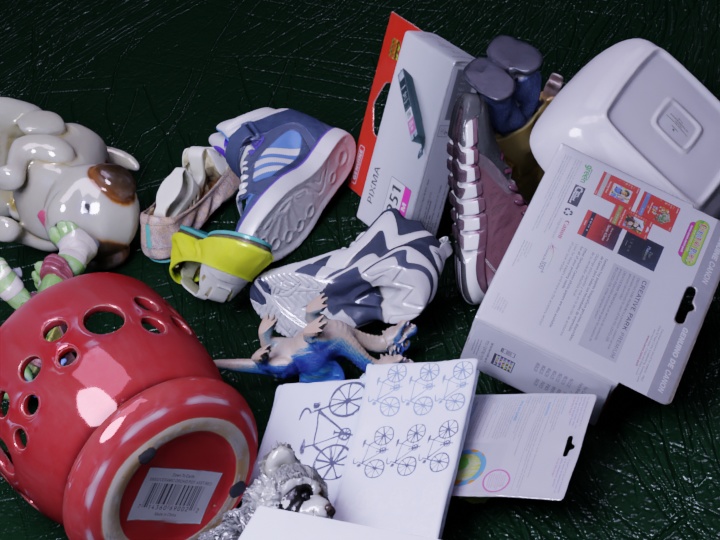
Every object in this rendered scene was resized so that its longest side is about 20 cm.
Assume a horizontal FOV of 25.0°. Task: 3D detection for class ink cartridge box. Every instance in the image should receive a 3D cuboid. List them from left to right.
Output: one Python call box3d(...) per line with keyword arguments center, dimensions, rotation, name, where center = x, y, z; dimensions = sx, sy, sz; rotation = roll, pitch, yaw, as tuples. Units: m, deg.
box3d(center=(0.037, -0.143, 1.626), dimensions=(0.043, 0.202, 0.173), rotation=(0, 25, -35), name="ink cartridge box")
box3d(center=(0.206, 0.020, 1.391), dimensions=(0.174, 0.084, 0.201), rotation=(26, 60, 7), name="ink cartridge box")

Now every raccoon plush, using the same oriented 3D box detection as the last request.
box3d(center=(-0.112, 0.205, 1.255), dimensions=(0.198, 0.097, 0.135), rotation=(-1, 54, 16), name="raccoon plush")

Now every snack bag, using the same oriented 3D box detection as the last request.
box3d(center=(-0.008, 0.154, 1.332), dimensions=(0.198, 0.021, 0.190), rotation=(-5, 47, 26), name="snack bag")

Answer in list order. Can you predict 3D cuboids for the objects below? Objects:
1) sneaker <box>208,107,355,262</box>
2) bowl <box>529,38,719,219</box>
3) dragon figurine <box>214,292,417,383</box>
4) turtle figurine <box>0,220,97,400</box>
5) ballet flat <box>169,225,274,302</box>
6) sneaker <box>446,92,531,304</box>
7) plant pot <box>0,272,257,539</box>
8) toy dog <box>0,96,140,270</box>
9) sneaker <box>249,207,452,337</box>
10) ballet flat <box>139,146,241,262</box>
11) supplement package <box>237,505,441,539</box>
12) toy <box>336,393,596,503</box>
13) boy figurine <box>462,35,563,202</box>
box3d(center=(-0.111, -0.094, 1.686), dimensions=(0.146, 0.081, 0.200), rotation=(18, 50, 28), name="sneaker")
box3d(center=(0.279, -0.118, 1.524), dimensions=(0.200, 0.075, 0.200), rotation=(45, 53, -2), name="bowl")
box3d(center=(-0.047, 0.085, 1.457), dimensions=(0.199, 0.100, 0.059), rotation=(-25, 34, 17), name="dragon figurine")
box3d(center=(-0.346, 0.032, 1.552), dimensions=(0.198, 0.145, 0.194), rotation=(4, 35, 16), name="turtle figurine")
box3d(center=(-0.138, -0.004, 1.565), dimensions=(0.200, 0.066, 0.068), rotation=(9, 80, 65), name="ballet flat")
box3d(center=(0.142, -0.071, 1.508), dimensions=(0.114, 0.202, 0.076), rotation=(-5, 21, -6), name="sneaker")
box3d(center=(-0.193, 0.128, 1.329), dimensions=(0.200, 0.202, 0.182), rotation=(-32, 44, -24), name="plant pot")
box3d(center=(-0.307, -0.076, 1.716), dimensions=(0.193, 0.141, 0.200), rotation=(6, 21, -36), name="toy dog")
box3d(center=(0.000, 0.000, 1.539), dimensions=(0.198, 0.080, 0.130), rotation=(-15, 18, 35), name="sneaker")
box3d(center=(-0.175, -0.090, 1.726), dimensions=(0.067, 0.068, 0.201), rotation=(3, 38, 22), name="ballet flat")
box3d(center=(-0.013, 0.286, 1.054), dimensions=(0.149, 0.201, 0.152), rotation=(7, 40, 25), name="supplement package")
box3d(center=(0.091, 0.154, 1.334), dimensions=(0.198, 0.047, 0.116), rotation=(0, 42, 26), name="toy")
box3d(center=(0.154, -0.139, 1.575), dimensions=(0.064, 0.200, 0.124), rotation=(36, 73, 28), name="boy figurine")
